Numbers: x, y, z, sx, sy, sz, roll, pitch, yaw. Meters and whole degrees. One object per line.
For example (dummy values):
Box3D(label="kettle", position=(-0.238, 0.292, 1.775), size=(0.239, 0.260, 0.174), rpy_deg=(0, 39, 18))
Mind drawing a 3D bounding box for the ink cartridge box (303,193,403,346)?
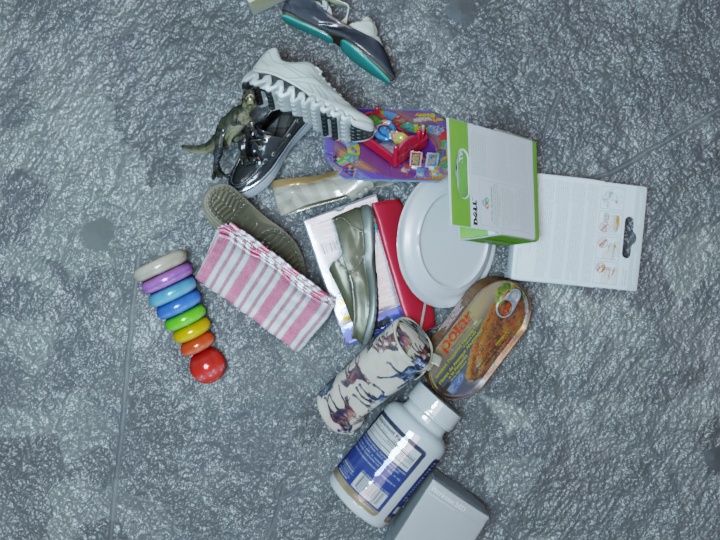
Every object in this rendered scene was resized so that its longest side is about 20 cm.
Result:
Box3D(label="ink cartridge box", position=(0.000, 0.000, 1.204), size=(0.118, 0.042, 0.203), rpy_deg=(-19, 90, -2))

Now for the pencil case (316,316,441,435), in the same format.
Box3D(label="pencil case", position=(0.021, 0.158, 1.153), size=(0.090, 0.078, 0.200), rpy_deg=(46, 119, 1))

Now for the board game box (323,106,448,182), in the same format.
Box3D(label="board game box", position=(0.045, -0.197, 1.152), size=(0.197, 0.039, 0.160), rpy_deg=(2, 50, -1))

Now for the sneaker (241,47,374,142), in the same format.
Box3D(label="sneaker", position=(-0.065, -0.247, 1.117), size=(0.198, 0.075, 0.082), rpy_deg=(26, 71, 3))

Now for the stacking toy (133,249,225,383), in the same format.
Box3D(label="stacking toy", position=(-0.258, 0.075, 1.185), size=(0.084, 0.085, 0.202), rpy_deg=(-24, 95, 0))

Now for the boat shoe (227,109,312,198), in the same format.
Box3D(label="boat shoe", position=(-0.132, -0.196, 1.172), size=(0.200, 0.066, 0.070), rpy_deg=(-47, 59, -1))

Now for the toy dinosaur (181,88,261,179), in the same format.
Box3D(label="toy dinosaur", position=(-0.190, -0.183, 1.143), size=(0.199, 0.047, 0.089), rpy_deg=(-28, 74, 43))

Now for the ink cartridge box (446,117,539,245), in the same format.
Box3D(label="ink cartridge box", position=(0.162, -0.120, 1.113), size=(0.198, 0.075, 0.150), rpy_deg=(5, 82, -43))

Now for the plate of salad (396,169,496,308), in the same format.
Box3D(label="plate of salad", position=(0.124, -0.047, 1.172), size=(0.198, 0.048, 0.203), rpy_deg=(-4, 97, -36))

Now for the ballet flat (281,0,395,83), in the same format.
Box3D(label="ballet flat", position=(-0.022, -0.356, 1.182), size=(0.198, 0.073, 0.074), rpy_deg=(31, 91, 1))

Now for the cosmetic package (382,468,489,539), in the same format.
Box3D(label="cosmetic package", position=(0.096, 0.410, 1.193), size=(0.106, 0.090, 0.202), rpy_deg=(31, 94, 1))

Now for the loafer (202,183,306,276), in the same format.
Box3D(label="loafer", position=(-0.158, -0.048, 1.188), size=(0.076, 0.068, 0.201), rpy_deg=(-44, 108, -15))

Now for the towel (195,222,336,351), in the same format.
Box3D(label="towel", position=(-0.143, 0.031, 1.161), size=(0.199, 0.147, 0.030), rpy_deg=(36, 49, -1))

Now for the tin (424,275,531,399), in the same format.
Box3D(label="tin", position=(0.171, 0.099, 1.191), size=(0.112, 0.042, 0.201), rpy_deg=(38, 90, -31))

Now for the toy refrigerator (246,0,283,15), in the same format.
Box3D(label="toy refrigerator", position=(-0.089, -0.463, 1.177), size=(0.198, 0.070, 0.077), rpy_deg=(-26, 91, -1))

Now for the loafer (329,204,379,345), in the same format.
Box3D(label="loafer", position=(-0.010, 0.007, 1.154), size=(0.069, 0.075, 0.203), rpy_deg=(-3, 81, 3))

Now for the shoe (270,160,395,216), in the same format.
Box3D(label="shoe", position=(-0.034, -0.120, 1.186), size=(0.197, 0.070, 0.054), rpy_deg=(-9, 83, 9))

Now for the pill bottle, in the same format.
Box3D(label="pill bottle", position=(0.055, 0.266, 1.175), size=(0.111, 0.111, 0.201), rpy_deg=(40, 90, -2))

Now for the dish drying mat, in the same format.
Box3D(label="dish drying mat", position=(0.067, -0.006, 1.182), size=(0.018, 0.076, 0.203), rpy_deg=(-15, 90, 36))

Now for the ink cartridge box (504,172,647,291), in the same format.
Box3D(label="ink cartridge box", position=(0.324, -0.058, 1.208), size=(0.197, 0.047, 0.163), rpy_deg=(6, 90, -5))
